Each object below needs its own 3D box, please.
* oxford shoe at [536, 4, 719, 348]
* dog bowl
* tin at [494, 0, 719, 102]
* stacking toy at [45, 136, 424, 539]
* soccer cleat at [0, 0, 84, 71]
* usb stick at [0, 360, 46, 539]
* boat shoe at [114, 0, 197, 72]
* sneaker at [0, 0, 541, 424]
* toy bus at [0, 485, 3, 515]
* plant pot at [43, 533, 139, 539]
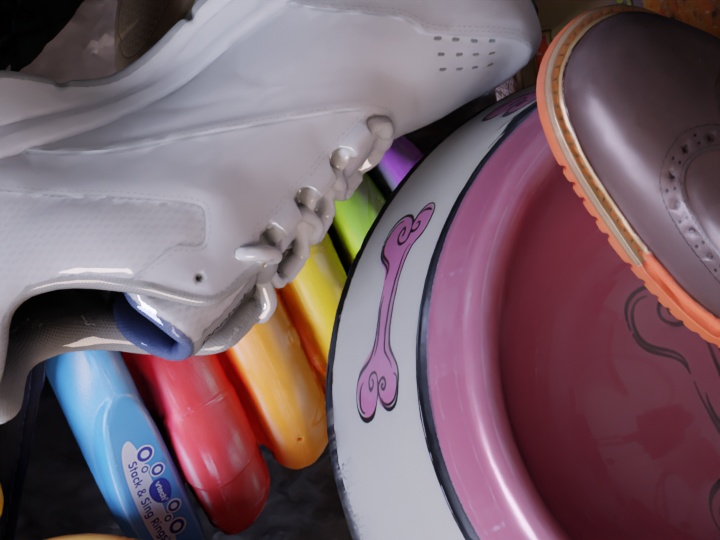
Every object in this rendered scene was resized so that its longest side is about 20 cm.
[{"bbox_3d":[0.132,-0.002,0.678,0.200,0.071,0.073,36,158,-3],"label":"oxford shoe"},{"bbox_3d":[0.096,0.031,0.738,0.199,0.201,0.074,7,163,-14],"label":"dog bowl"},{"bbox_3d":[0.091,-0.064,0.816,0.112,0.042,0.201,-19,116,-17],"label":"tin"},{"bbox_3d":[0.000,0.000,0.863,0.200,0.110,0.116,-26,131,-7],"label":"stacking toy"},{"bbox_3d":[-0.130,-0.049,0.798,0.067,0.081,0.200,30,119,-29],"label":"soccer cleat"},{"bbox_3d":[-0.118,0.038,0.848,0.033,0.056,0.200,-24,159,-22],"label":"usb stick"},{"bbox_3d":[-0.001,-0.120,0.773,0.065,0.072,0.200,15,127,-29],"label":"boat shoe"},{"bbox_3d":[-0.037,-0.022,0.738,0.200,0.087,0.075,-25,152,-13],"label":"sneaker"},{"bbox_3d":[-0.156,0.062,0.827,0.065,0.078,0.200,-29,177,-23],"label":"toy bus"},{"bbox_3d":[-0.031,0.193,0.827,0.200,0.201,0.183,-42,141,23],"label":"plant pot"}]
